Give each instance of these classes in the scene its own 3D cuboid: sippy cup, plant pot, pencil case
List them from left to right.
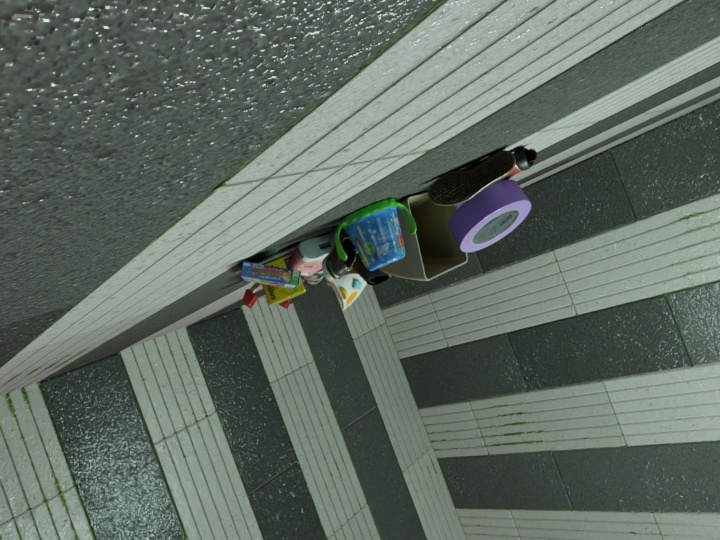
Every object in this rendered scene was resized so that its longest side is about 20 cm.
[{"bbox_3d":[-0.125,-0.022,1.524,0.076,0.092,0.200,-11,172,-12],"label":"pencil case"},{"bbox_3d":[0.038,-0.075,1.250,0.175,0.133,0.139,-22,178,13],"label":"sippy cup"},{"bbox_3d":[0.137,-0.086,1.437,0.175,0.205,0.198,-9,-172,45],"label":"plant pot"}]

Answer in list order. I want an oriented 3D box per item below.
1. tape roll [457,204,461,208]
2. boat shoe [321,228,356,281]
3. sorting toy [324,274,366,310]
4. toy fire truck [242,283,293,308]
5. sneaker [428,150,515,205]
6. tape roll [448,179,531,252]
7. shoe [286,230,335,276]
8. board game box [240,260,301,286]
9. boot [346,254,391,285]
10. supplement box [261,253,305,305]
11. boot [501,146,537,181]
[{"bbox_3d":[0.243,-0.179,1.587,0.196,0.087,0.200,-22,180,0],"label":"tape roll"},{"bbox_3d":[-0.035,-0.050,1.317,0.059,0.072,0.201,-23,-157,27],"label":"boat shoe"},{"bbox_3d":[-0.036,-0.012,1.777,0.179,0.202,0.107,-38,-176,-22],"label":"sorting toy"},{"bbox_3d":[-0.262,0.044,1.722,0.203,0.139,0.049,-62,174,-13],"label":"toy fire truck"},{"bbox_3d":[0.244,-0.195,1.208,0.196,0.072,0.075,-22,180,15],"label":"sneaker"},{"bbox_3d":[0.314,-0.130,1.355,0.197,0.066,0.201,-25,158,-11],"label":"tape roll"},{"bbox_3d":[-0.092,-0.044,1.404,0.197,0.073,0.091,-14,161,-40],"label":"shoe"},{"bbox_3d":[-0.214,0.014,1.324,0.132,0.035,0.200,10,174,-9],"label":"board game box"},{"bbox_3d":[0.000,0.000,1.539,0.197,0.099,0.075,-23,145,23],"label":"boot"},{"bbox_3d":[-0.224,0.030,1.589,0.107,0.111,0.200,-22,179,-7],"label":"supplement box"},{"bbox_3d":[0.363,-0.243,1.352,0.142,0.074,0.199,-24,175,17],"label":"boot"}]
